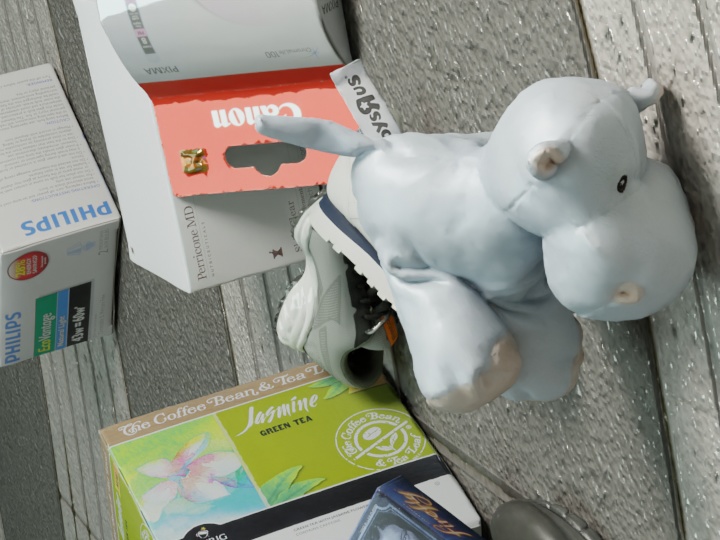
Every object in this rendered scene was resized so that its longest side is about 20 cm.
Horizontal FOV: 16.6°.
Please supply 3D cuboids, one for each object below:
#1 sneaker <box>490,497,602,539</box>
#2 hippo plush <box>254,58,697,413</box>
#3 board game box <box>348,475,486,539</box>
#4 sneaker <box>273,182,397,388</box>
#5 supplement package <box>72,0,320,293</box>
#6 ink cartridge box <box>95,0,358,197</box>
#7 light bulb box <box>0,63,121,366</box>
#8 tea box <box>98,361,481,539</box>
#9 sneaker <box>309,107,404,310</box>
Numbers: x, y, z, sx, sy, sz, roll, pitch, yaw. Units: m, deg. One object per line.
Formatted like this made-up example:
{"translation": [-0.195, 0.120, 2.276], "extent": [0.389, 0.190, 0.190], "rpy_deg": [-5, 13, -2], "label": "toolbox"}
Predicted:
{"translation": [0.110, 0.212, 1.372], "extent": [0.076, 0.090, 0.201], "rpy_deg": [94, 155, -49], "label": "sneaker"}
{"translation": [0.090, -0.041, 1.203], "extent": [0.160, 0.159, 0.201], "rpy_deg": [-25, 96, 41], "label": "hippo plush"}
{"translation": [0.025, 0.245, 1.499], "extent": [0.135, 0.035, 0.201], "rpy_deg": [35, 113, 19], "label": "board game box"}
{"translation": [0.000, 0.000, 1.575], "extent": [0.079, 0.074, 0.201], "rpy_deg": [43, 150, 22], "label": "sneaker"}
{"translation": [-0.113, -0.104, 1.737], "extent": [0.156, 0.110, 0.202], "rpy_deg": [-156, 52, -67], "label": "supplement package"}
{"translation": [-0.085, -0.144, 1.577], "extent": [0.161, 0.057, 0.202], "rpy_deg": [-3, 102, 29], "label": "ink cartridge box"}
{"translation": [-0.323, -0.053, 2.382], "extent": [0.199, 0.124, 0.201], "rpy_deg": [102, 146, -54], "label": "light bulb box"}
{"translation": [-0.046, 0.181, 1.634], "extent": [0.197, 0.199, 0.134], "rpy_deg": [-127, 27, -47], "label": "tea box"}
{"translation": [0.045, -0.020, 1.408], "extent": [0.200, 0.076, 0.081], "rpy_deg": [40, 108, 41], "label": "sneaker"}
